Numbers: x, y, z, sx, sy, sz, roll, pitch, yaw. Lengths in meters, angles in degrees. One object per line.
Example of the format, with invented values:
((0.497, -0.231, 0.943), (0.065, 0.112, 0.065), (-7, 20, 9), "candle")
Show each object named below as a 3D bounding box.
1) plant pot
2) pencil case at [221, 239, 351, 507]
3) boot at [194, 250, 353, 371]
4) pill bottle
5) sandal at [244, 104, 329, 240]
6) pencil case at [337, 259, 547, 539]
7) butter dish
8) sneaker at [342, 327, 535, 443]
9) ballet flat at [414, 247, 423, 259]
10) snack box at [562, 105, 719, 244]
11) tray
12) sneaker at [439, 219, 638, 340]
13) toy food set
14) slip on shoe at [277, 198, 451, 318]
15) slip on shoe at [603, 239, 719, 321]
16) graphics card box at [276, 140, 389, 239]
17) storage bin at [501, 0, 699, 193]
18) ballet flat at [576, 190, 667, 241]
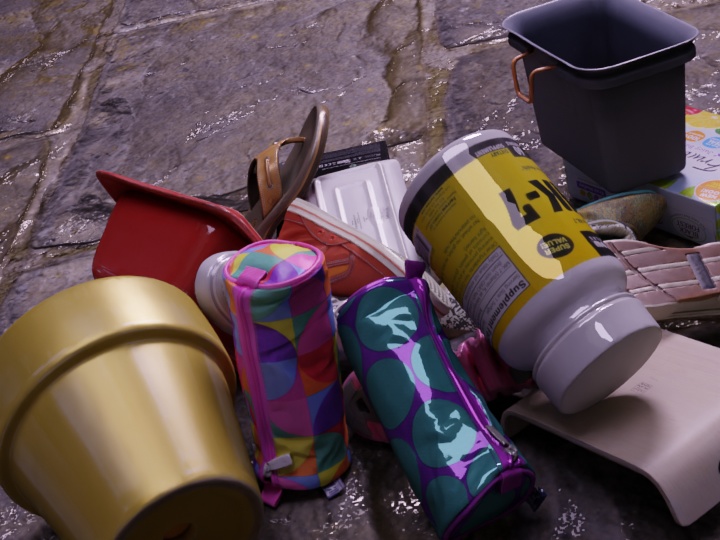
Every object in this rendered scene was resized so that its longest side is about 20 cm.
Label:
((-0.167, 0.138, 1.031), (0.199, 0.202, 0.189), (-25, 47, -17), "plant pot")
((-0.055, 0.079, 1.068), (0.087, 0.202, 0.089), (-6, 24, 3), "pencil case")
((-0.036, 0.033, 1.135), (0.095, 0.199, 0.075), (-4, 70, 44), "boot")
((0.126, 0.001, 1.028), (0.113, 0.115, 0.201), (-27, 62, -21), "pill bottle")
((-0.093, -0.082, 1.366), (0.201, 0.054, 0.080), (-56, 20, 3), "sandal")
((0.055, 0.097, 1.021), (0.084, 0.093, 0.201), (4, 46, -44), "pencil case")
((-0.160, 0.028, 1.235), (0.198, 0.200, 0.149), (18, 67, 39), "butter dish")
((0.080, 0.086, 1.130), (0.198, 0.080, 0.095), (-20, -4, 9), "sneaker")
((0.094, -0.058, 1.310), (0.067, 0.069, 0.199), (33, 29, 27), "ballet flat")
((0.314, -0.098, 1.328), (0.141, 0.053, 0.199), (-32, 34, -25), "snack box")
((0.001, -0.040, 1.304), (0.106, 0.022, 0.201), (-14, 42, 0), "tray")
((0.149, -0.001, 1.175), (0.198, 0.089, 0.078), (-24, 75, -2), "sneaker")
((0.217, 0.114, 1.035), (0.143, 0.061, 0.199), (-30, 26, -24), "toy food set")
((0.000, 0.000, 1.201), (0.199, 0.074, 0.062), (29, 88, 37), "slip on shoe")
((0.254, 0.015, 1.128), (0.197, 0.061, 0.077), (-8, 53, -9), "slip on shoe")
((-0.023, -0.058, 1.410), (0.124, 0.051, 0.201), (-13, 32, 4), "graphics card box")
((0.220, -0.163, 1.288), (0.144, 0.136, 0.200), (-19, 27, -12), "storage bin")
((0.188, -0.018, 1.252), (0.197, 0.071, 0.071), (-13, 31, 2), "ballet flat")
